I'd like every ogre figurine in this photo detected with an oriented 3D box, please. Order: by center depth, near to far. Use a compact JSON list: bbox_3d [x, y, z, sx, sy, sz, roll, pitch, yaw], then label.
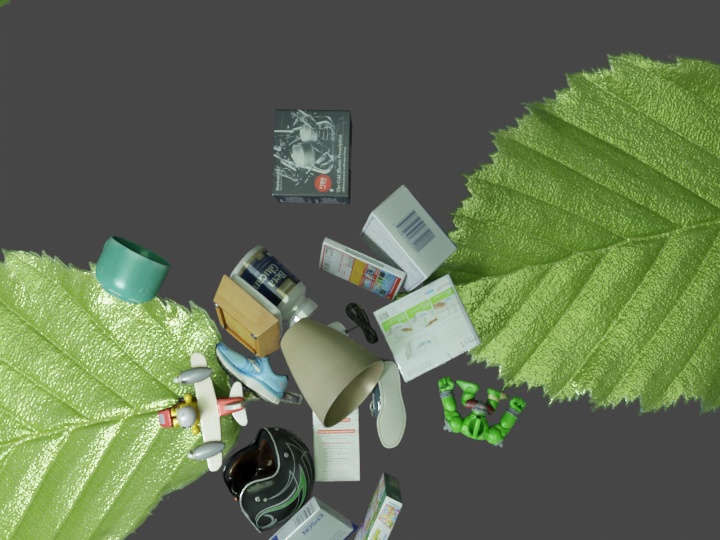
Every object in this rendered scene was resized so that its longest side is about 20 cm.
[{"bbox_3d":[0.268,0.327,1.448,0.196,0.098,0.122,20,75,-10],"label":"ogre figurine"}]

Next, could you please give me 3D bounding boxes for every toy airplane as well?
[{"bbox_3d":[-0.352,0.318,1.411,0.199,0.141,0.201,36,98,14],"label":"toy airplane"}]

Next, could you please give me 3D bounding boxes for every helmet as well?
[{"bbox_3d":[-0.192,0.456,1.398,0.189,0.200,0.201,-36,87,-19],"label":"helmet"}]

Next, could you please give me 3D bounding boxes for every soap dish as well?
[{"bbox_3d":[-0.250,0.108,1.405,0.156,0.201,0.081,38,67,10],"label":"soap dish"}]

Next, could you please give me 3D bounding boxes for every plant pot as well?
[{"bbox_3d":[-0.079,0.202,1.381,0.200,0.187,0.188,42,88,22],"label":"plant pot"}]

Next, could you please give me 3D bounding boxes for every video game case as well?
[{"bbox_3d":[0.000,0.000,1.449,0.197,0.143,0.018,24,65,2],"label":"video game case"}]

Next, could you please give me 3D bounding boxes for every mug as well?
[{"bbox_3d":[-0.534,0.003,1.461,0.150,0.185,0.116,28,90,-22],"label":"mug"}]

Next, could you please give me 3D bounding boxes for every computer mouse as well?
[{"bbox_3d":[-0.064,0.164,1.486,0.197,0.044,0.111,-29,88,-1],"label":"computer mouse"}]

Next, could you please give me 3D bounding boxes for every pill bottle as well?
[{"bbox_3d":[-0.196,0.047,1.461,0.199,0.111,0.111,41,88,3],"label":"pill bottle"}]

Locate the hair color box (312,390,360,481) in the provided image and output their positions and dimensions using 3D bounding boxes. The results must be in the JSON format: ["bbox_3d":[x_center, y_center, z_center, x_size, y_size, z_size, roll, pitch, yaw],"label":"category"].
[{"bbox_3d":[-0.055,0.379,1.463,0.108,0.064,0.205,-1,87,0],"label":"hair color box"}]

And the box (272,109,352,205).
[{"bbox_3d":[-0.111,-0.265,1.483,0.178,0.104,0.205,1,86,2],"label":"box"}]

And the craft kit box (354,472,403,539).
[{"bbox_3d":[0.031,0.568,1.383,0.048,0.200,0.201,21,86,2],"label":"craft kit box"}]

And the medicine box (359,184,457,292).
[{"bbox_3d":[0.102,-0.065,1.414,0.103,0.200,0.183,-40,87,-12],"label":"medicine box"}]

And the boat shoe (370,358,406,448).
[{"bbox_3d":[0.059,0.307,1.465,0.073,0.062,0.205,-10,95,-16],"label":"boat shoe"}]

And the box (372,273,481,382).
[{"bbox_3d":[0.152,0.133,1.460,0.197,0.097,0.179,-27,87,-1],"label":"box"}]

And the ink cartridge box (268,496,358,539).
[{"bbox_3d":[-0.114,0.617,1.399,0.196,0.043,0.200,-43,128,-2],"label":"ink cartridge box"}]

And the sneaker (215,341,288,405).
[{"bbox_3d":[-0.255,0.228,1.482,0.198,0.078,0.091,36,69,-1],"label":"sneaker"}]
